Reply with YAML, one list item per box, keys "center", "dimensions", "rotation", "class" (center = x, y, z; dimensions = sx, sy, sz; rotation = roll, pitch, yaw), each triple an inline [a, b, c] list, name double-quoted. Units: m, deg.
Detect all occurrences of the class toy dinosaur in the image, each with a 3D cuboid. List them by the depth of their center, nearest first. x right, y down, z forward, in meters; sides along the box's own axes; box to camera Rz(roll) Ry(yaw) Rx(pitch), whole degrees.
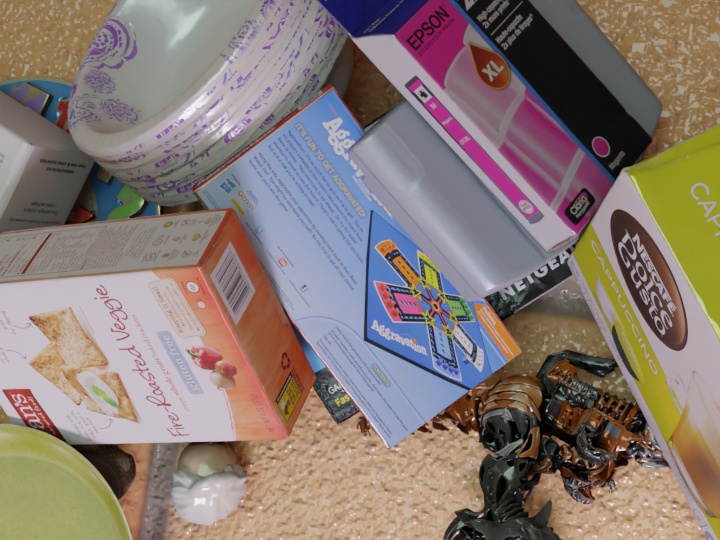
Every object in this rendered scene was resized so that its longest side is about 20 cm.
- center: [0.104, 0.114, 0.965]
  dimensions: [0.199, 0.102, 0.137]
  rotation: [-2, 67, 31]
  class: "toy dinosaur"

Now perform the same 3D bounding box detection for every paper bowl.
- center: [-0.085, -0.130, 0.987]
  dimensions: [0.200, 0.104, 0.201]
  rotation: [-29, 40, 27]
  class: "paper bowl"

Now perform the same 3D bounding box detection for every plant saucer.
- center: [-0.224, 0.198, 0.976]
  dimensions: [0.199, 0.031, 0.201]
  rotation: [-2, 83, 17]
  class: "plant saucer"

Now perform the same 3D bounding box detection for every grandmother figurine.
- center: [-0.099, 0.067, 1.023]
  dimensions: [0.120, 0.061, 0.202]
  rotation: [0, 86, 7]
  class: "grandmother figurine"

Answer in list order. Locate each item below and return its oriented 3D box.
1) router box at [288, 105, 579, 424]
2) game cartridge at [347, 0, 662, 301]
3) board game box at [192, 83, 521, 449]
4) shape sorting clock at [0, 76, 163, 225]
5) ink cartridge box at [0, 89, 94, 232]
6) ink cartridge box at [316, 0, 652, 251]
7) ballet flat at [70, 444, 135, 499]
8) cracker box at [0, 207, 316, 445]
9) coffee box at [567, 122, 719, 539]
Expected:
- center: [0.030, -0.019, 0.979]
  dimensions: [0.199, 0.051, 0.150]
  rotation: [-33, 89, 2]
  class: "router box"
- center: [0.097, -0.080, 0.926]
  dimensions: [0.133, 0.042, 0.200]
  rotation: [46, 58, -2]
  class: "game cartridge"
- center: [0.000, 0.000, 0.923]
  dimensions: [0.103, 0.019, 0.200]
  rotation: [-36, 105, 3]
  class: "board game box"
- center: [-0.231, -0.035, 1.074]
  dimensions: [0.199, 0.039, 0.201]
  rotation: [-2, 83, 14]
  class: "shape sorting clock"
- center: [-0.289, -0.027, 1.030]
  dimensions: [0.144, 0.084, 0.201]
  rotation: [32, 101, 20]
  class: "ink cartridge box"
- center: [0.073, -0.114, 0.886]
  dimensions: [0.200, 0.037, 0.095]
  rotation: [45, 58, -5]
  class: "ink cartridge box"
- center: [-0.244, 0.136, 1.059]
  dimensions: [0.199, 0.046, 0.068]
  rotation: [-5, 113, 18]
  class: "ballet flat"
- center: [-0.143, 0.039, 0.931]
  dimensions: [0.199, 0.134, 0.058]
  rotation: [-5, 38, 28]
  class: "cracker box"
- center: [0.255, 0.015, 0.846]
  dimensions: [0.199, 0.198, 0.201]
  rotation: [-25, 78, -7]
  class: "coffee box"
